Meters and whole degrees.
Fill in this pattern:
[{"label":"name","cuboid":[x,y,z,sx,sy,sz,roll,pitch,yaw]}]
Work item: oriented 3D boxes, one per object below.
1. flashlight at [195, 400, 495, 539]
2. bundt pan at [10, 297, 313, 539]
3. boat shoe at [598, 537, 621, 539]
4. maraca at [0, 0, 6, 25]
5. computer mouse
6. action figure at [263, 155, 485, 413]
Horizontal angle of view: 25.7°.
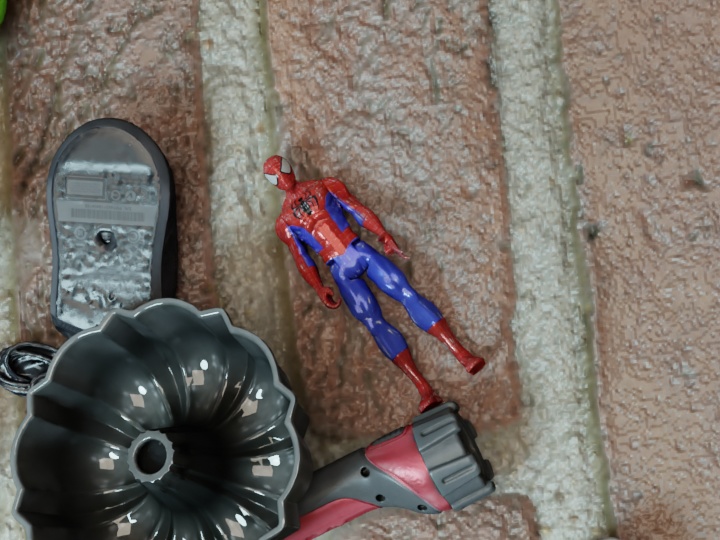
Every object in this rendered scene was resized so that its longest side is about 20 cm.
[{"label":"flashlight","cuboid":[-0.012,0.158,1.030,0.199,0.068,0.068,-29,47,9]},{"label":"bundt pan","cuboid":[-0.118,0.123,1.000,0.201,0.076,0.203,-5,74,18]},{"label":"boat shoe","cuboid":[0.163,0.260,0.954,0.072,0.069,0.201,5,60,-13]},{"label":"maraca","cuboid":[-0.342,-0.205,1.095,0.199,0.107,0.137,28,60,7]},{"label":"computer mouse","cuboid":[-0.174,-0.005,1.082,0.138,0.053,0.201,9,98,9]},{"label":"action figure","cuboid":[0.000,0.000,1.051,0.065,0.052,0.200,-42,77,7]}]
